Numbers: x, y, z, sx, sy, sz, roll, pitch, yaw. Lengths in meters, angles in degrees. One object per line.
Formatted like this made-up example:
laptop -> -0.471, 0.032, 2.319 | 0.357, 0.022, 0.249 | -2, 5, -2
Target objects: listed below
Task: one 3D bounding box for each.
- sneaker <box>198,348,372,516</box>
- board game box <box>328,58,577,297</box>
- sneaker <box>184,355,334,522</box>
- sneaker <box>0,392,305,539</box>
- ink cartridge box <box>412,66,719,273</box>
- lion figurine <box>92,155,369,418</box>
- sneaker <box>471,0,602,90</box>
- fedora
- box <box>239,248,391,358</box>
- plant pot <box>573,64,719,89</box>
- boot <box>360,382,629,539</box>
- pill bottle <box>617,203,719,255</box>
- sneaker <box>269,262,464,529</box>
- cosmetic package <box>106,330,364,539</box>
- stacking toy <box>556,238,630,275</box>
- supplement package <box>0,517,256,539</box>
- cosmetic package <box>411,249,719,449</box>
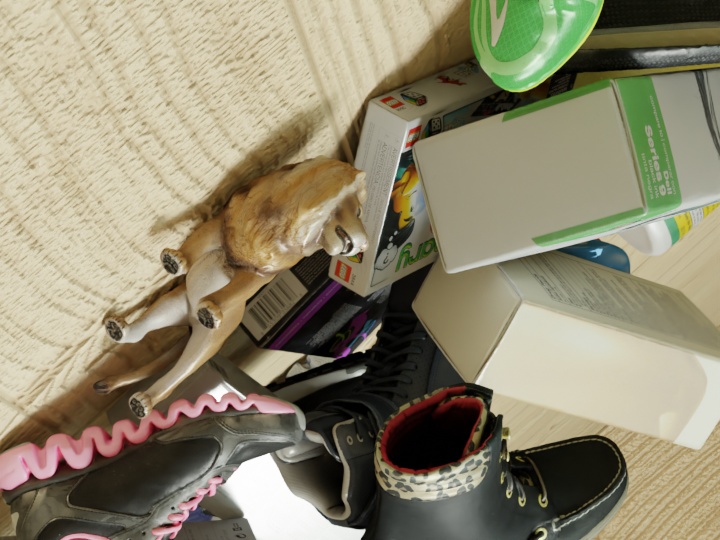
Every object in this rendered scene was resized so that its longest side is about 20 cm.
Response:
sneaker -> -0.031, 0.117, 1.448 | 0.199, 0.088, 0.076 | -20, -178, -3
board game box -> 0.063, -0.072, 1.295 | 0.200, 0.035, 0.127 | -27, 139, -47
sneaker -> -0.073, 0.157, 1.591 | 0.199, 0.081, 0.115 | -39, 164, -16
sneaker -> -0.125, 0.135, 1.237 | 0.199, 0.096, 0.079 | -16, 165, 4
ink cartridge box -> 0.150, -0.065, 1.237 | 0.145, 0.085, 0.200 | -17, 177, 36
lion figurine -> -0.080, 0.006, 1.189 | 0.122, 0.073, 0.200 | -39, -178, -42
sneaker -> 0.103, -0.181, 1.054 | 0.083, 0.074, 0.201 | -34, 156, -53
fedora -> 0.181, -0.171, 1.230 | 0.199, 0.092, 0.201 | -4, -174, 0
box -> 0.000, 0.000, 1.416 | 0.143, 0.036, 0.200 | -45, 164, 8
plant pot -> 0.259, -0.136, 1.484 | 0.200, 0.142, 0.200 | -38, 165, -12
boot -> 0.089, 0.127, 1.262 | 0.203, 0.074, 0.154 | -21, 145, -19
pill bottle -> 0.281, -0.115, 1.665 | 0.200, 0.113, 0.113 | -40, 166, -7
sneaker -> 0.012, 0.071, 1.326 | 0.146, 0.204, 0.077 | 7, 172, -44
cosmetic package -> -0.071, 0.128, 1.356 | 0.083, 0.051, 0.200 | -44, 127, 7
stacking toy -> 0.121, -0.023, 1.458 | 0.200, 0.115, 0.110 | -96, -170, -57
supplement package -> -0.159, 0.241, 1.284 | 0.199, 0.122, 0.120 | -3, -163, -12
cosmetic package -> 0.144, 0.043, 1.314 | 0.199, 0.105, 0.071 | 17, 113, -31
